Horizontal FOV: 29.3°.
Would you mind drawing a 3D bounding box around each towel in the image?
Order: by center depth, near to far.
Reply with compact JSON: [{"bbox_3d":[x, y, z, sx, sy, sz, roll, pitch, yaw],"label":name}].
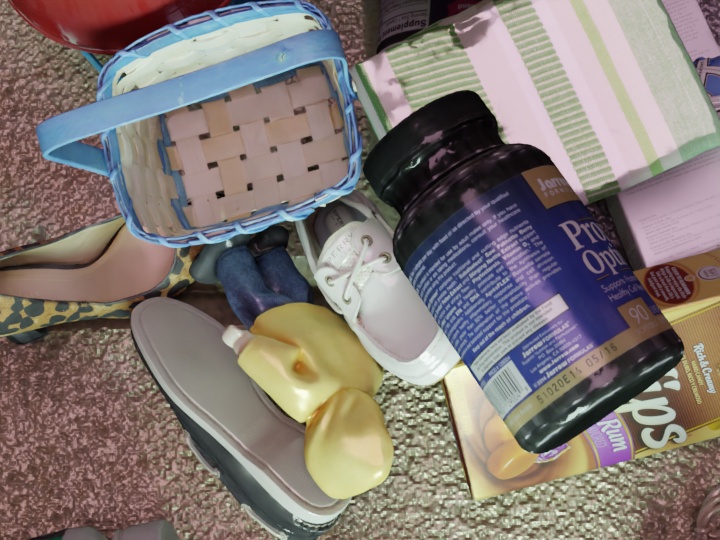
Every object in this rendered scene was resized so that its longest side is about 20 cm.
[{"bbox_3d":[0.109,-0.107,0.880,0.200,0.023,0.153,-25,86,9],"label":"towel"}]

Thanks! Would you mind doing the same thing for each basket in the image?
[{"bbox_3d":[-0.086,-0.089,0.834,0.176,0.200,0.139,-15,88,5],"label":"basket"}]

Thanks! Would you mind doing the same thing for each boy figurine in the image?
[{"bbox_3d":[-0.033,0.060,0.922,0.064,0.124,0.200,-46,65,31],"label":"boy figurine"}]

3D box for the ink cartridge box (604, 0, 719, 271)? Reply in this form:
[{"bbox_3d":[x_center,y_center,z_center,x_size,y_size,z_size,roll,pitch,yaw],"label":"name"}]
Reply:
[{"bbox_3d":[0.212,-0.103,0.970,0.109,0.050,0.200,-20,77,0],"label":"ink cartridge box"}]

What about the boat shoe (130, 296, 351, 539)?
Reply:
[{"bbox_3d":[-0.089,0.103,0.942,0.200,0.060,0.074,43,45,9],"label":"boat shoe"}]

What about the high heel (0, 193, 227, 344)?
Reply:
[{"bbox_3d":[-0.172,-0.010,0.927,0.200,0.143,0.072,-29,78,-2],"label":"high heel"}]

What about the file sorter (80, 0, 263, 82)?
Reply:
[{"bbox_3d":[-0.139,-0.248,0.976,0.122,0.139,0.201,-4,79,5],"label":"file sorter"}]

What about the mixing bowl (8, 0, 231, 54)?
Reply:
[{"bbox_3d":[-0.161,-0.248,0.857,0.200,0.108,0.201,-2,79,9],"label":"mixing bowl"}]

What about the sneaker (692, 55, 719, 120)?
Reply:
[{"bbox_3d":[0.200,-0.115,0.908,0.200,0.076,0.077,-20,83,0],"label":"sneaker"}]

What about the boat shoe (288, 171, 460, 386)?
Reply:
[{"bbox_3d":[0.000,0.000,0.902,0.071,0.069,0.200,-47,41,7],"label":"boat shoe"}]

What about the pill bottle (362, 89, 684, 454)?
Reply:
[{"bbox_3d":[0.089,-0.002,0.810,0.112,0.112,0.200,-33,76,-3],"label":"pill bottle"}]

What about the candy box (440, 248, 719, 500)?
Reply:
[{"bbox_3d":[0.154,0.069,0.905,0.200,0.057,0.117,-16,123,0],"label":"candy box"}]

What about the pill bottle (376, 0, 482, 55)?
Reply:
[{"bbox_3d":[0.069,-0.174,0.961,0.111,0.111,0.201,4,79,4],"label":"pill bottle"}]

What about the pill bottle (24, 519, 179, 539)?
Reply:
[{"bbox_3d":[-0.212,0.232,0.897,0.200,0.113,0.113,-15,78,0],"label":"pill bottle"}]

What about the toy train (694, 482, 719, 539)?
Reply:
[{"bbox_3d":[0.221,0.203,0.875,0.084,0.116,0.200,14,80,6],"label":"toy train"}]
